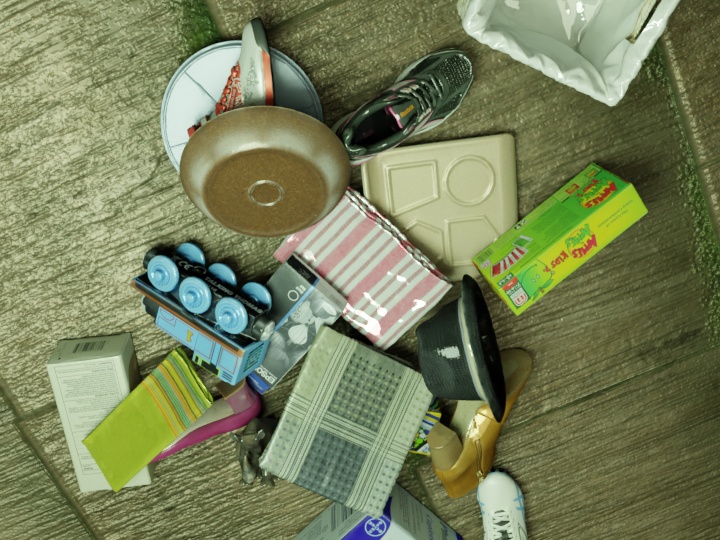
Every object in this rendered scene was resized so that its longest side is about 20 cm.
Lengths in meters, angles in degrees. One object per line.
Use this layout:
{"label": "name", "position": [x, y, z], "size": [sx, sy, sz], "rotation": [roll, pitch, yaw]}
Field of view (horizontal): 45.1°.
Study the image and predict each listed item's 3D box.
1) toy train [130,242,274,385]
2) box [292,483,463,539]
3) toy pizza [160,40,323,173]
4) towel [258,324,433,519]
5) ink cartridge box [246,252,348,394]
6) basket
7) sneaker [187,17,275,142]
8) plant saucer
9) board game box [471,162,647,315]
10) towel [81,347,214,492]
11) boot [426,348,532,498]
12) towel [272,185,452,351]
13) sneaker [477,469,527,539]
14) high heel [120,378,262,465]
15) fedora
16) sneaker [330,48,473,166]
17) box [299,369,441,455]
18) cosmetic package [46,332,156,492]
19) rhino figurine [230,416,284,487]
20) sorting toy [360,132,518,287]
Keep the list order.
{"label": "toy train", "position": [-0.198, 0.050, 1.090], "size": [0.198, 0.087, 0.115], "rotation": [29, 117, 15]}
{"label": "box", "position": [0.028, 0.427, 1.271], "size": [0.200, 0.105, 0.184], "rotation": [41, 106, -17]}
{"label": "toy pizza", "position": [-0.144, -0.178, 1.061], "size": [0.197, 0.032, 0.203], "rotation": [-1, 112, -3]}
{"label": "towel", "position": [-0.013, 0.193, 1.112], "size": [0.191, 0.034, 0.202], "rotation": [28, 84, -21]}
{"label": "ink cartridge box", "position": [-0.114, 0.081, 1.136], "size": [0.099, 0.039, 0.200], "rotation": [39, 116, -4]}
{"label": "basket", "position": [0.226, -0.321, 0.947], "size": [0.198, 0.161, 0.200], "rotation": [23, 110, -12]}
{"label": "sneaker", "position": [-0.151, -0.184, 1.004], "size": [0.106, 0.067, 0.204], "rotation": [-5, 115, -4]}
{"label": "plant saucer", "position": [-0.108, -0.099, 0.994], "size": [0.197, 0.037, 0.202], "rotation": [-4, 140, -3]}
{"label": "board game box", "position": [0.242, -0.041, 1.073], "size": [0.199, 0.102, 0.048], "rotation": [-39, 115, 3]}
{"label": "towel", "position": [-0.271, 0.191, 1.095], "size": [0.200, 0.018, 0.086], "rotation": [-42, 74, 19]}
{"label": "boot", "position": [0.174, 0.216, 1.214], "size": [0.201, 0.071, 0.145], "rotation": [-43, 138, -15]}
{"label": "towel", "position": [0.000, 0.000, 1.102], "size": [0.200, 0.030, 0.146], "rotation": [42, 120, -4]}
{"label": "sneaker", "position": [0.213, 0.386, 1.280], "size": [0.071, 0.073, 0.203], "rotation": [-9, 111, 4]}
{"label": "high heel", "position": [-0.222, 0.222, 1.171], "size": [0.198, 0.068, 0.097], "rotation": [-28, 137, -9]}
{"label": "fedora", "position": [0.122, 0.105, 1.092], "size": [0.090, 0.201, 0.203], "rotation": [-13, 112, 13]}
{"label": "sneaker", "position": [0.054, -0.186, 1.018], "size": [0.199, 0.086, 0.081], "rotation": [-39, 101, -1]}
{"label": "box", "position": [0.007, 0.194, 1.198], "size": [0.197, 0.064, 0.071], "rotation": [10, 111, -7]}
{"label": "cosmetic package", "position": [-0.347, 0.194, 1.181], "size": [0.104, 0.071, 0.203], "rotation": [-5, 112, -1]}
{"label": "rhino figurine", "position": [-0.136, 0.239, 1.147], "size": [0.059, 0.200, 0.089], "rotation": [-1, 82, 4]}
{"label": "sorting toy", "position": [0.105, -0.075, 1.113], "size": [0.197, 0.037, 0.188], "rotation": [-9, 112, -3]}
